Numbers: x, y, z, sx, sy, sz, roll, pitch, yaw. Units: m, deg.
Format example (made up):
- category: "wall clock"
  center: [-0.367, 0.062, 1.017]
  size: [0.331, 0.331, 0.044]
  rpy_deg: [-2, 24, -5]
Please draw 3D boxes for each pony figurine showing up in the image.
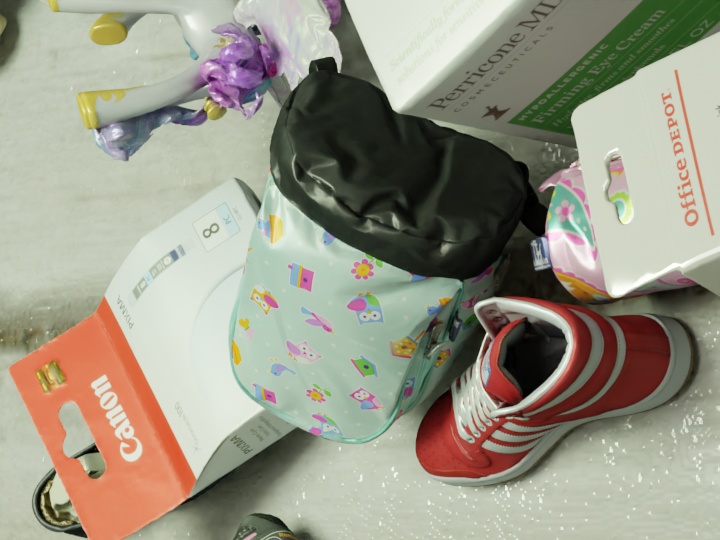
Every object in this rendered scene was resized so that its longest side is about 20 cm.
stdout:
- category: "pony figurine"
  center: [-0.076, -0.133, 1.728]
  size: [0.167, 0.200, 0.193]
  rpy_deg: [86, 166, -55]

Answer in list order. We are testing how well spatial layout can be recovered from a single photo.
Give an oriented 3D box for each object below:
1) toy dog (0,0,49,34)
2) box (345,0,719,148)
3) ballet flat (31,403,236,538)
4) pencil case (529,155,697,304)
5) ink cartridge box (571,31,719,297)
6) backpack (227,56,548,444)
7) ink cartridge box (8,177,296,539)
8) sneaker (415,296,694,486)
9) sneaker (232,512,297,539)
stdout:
- category: "toy dog"
  center: [-0.267, -0.228, 2.001]
  size: [0.200, 0.132, 0.096]
  rpy_deg: [-25, 35, 33]
- category: "box"
  center: [0.102, -0.208, 1.559]
  size: [0.199, 0.171, 0.200]
  rpy_deg: [-42, 56, 34]
- category: "ballet flat"
  center: [-0.144, 0.124, 1.836]
  size: [0.200, 0.073, 0.073]
  rpy_deg: [-30, 63, 39]
- category: "pencil case"
  center: [0.188, -0.039, 1.505]
  size: [0.200, 0.087, 0.088]
  rpy_deg: [-16, 72, 42]
- category: "ink cartridge box"
  center: [0.209, -0.061, 1.383]
  size: [0.200, 0.067, 0.117]
  rpy_deg: [-24, 60, 28]
- category: "backpack"
  center: [0.000, 0.000, 1.619]
  size: [0.167, 0.127, 0.200]
  rpy_deg: [33, 140, 13]
- category: "ink cartridge box"
  center: [-0.121, 0.058, 1.778]
  size: [0.200, 0.047, 0.160]
  rpy_deg: [-33, 58, 4]
- category: "sneaker"
  center: [0.077, 0.067, 1.584]
  size: [0.200, 0.112, 0.071]
  rpy_deg: [-29, 64, 40]
- category: "sneaker"
  center: [-0.092, 0.232, 1.774]
  size: [0.200, 0.080, 0.086]
  rpy_deg: [-45, 42, 22]
